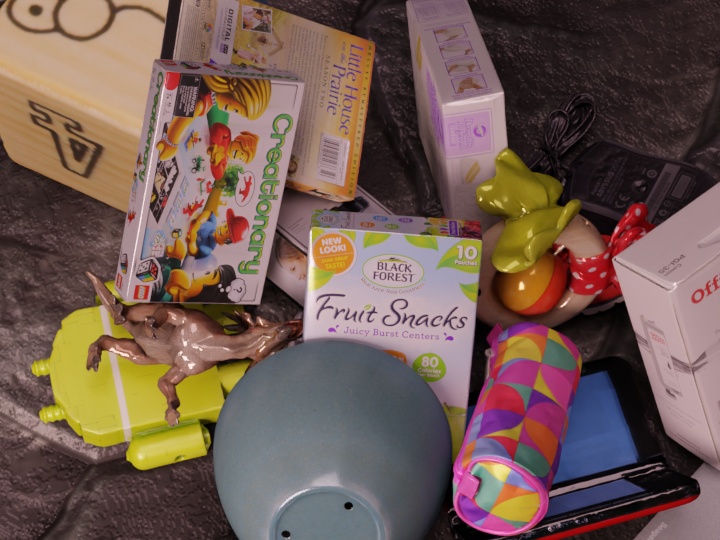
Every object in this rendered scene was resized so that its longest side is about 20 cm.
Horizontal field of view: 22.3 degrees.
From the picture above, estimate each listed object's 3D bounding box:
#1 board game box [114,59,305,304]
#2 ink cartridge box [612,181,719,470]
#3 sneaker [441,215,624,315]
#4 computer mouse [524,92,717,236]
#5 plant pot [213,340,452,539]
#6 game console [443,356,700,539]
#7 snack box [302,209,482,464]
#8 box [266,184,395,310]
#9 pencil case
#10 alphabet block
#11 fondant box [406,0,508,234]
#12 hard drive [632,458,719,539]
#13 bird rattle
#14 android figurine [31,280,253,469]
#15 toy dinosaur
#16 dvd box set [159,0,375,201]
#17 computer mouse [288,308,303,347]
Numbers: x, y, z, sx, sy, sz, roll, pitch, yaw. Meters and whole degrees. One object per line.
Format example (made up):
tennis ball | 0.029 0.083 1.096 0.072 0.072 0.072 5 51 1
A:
board game box | -0.126 -0.070 1.512 0.125 0.202 0.035 1 23 -29
ink cartridge box | 0.310 0.041 1.534 0.146 0.201 0.083 -33 34 -17
sneaker | 0.157 -0.012 1.638 0.197 0.085 0.078 4 64 4
computer mouse | 0.245 -0.073 1.688 0.199 0.053 0.139 27 66 26
plant pot | -0.024 0.175 1.455 0.198 0.202 0.135 0 24 2
game console | 0.163 0.153 1.543 0.198 0.172 0.120 -15 91 -5
snack box | 0.022 0.056 1.506 0.140 0.202 0.053 4 21 -1
box | 0.000 0.000 1.619 0.199 0.060 0.116 39 43 13
pencil case | 0.127 0.126 1.504 0.087 0.089 0.201 11 35 7
alphabet block | -0.208 -0.181 1.672 0.198 0.197 0.196 25 65 13
fondant box | 0.088 -0.138 1.627 0.058 0.146 0.201 -10 34 -4
hard drive | 0.328 0.265 1.526 0.200 0.033 0.139 41 72 19
bird rattle | 0.164 -0.012 1.570 0.163 0.199 0.113 -43 47 26
android figurine | -0.191 0.087 1.625 0.198 0.041 0.184 -14 65 -8
toy dinosaur | -0.149 0.057 1.573 0.199 0.087 0.135 25 26 35
dvd box set | -0.082 -0.153 1.574 0.198 0.029 0.148 14 79 -33
computer mouse | -0.044 0.117 1.600 0.109 0.044 0.202 20 60 -4
